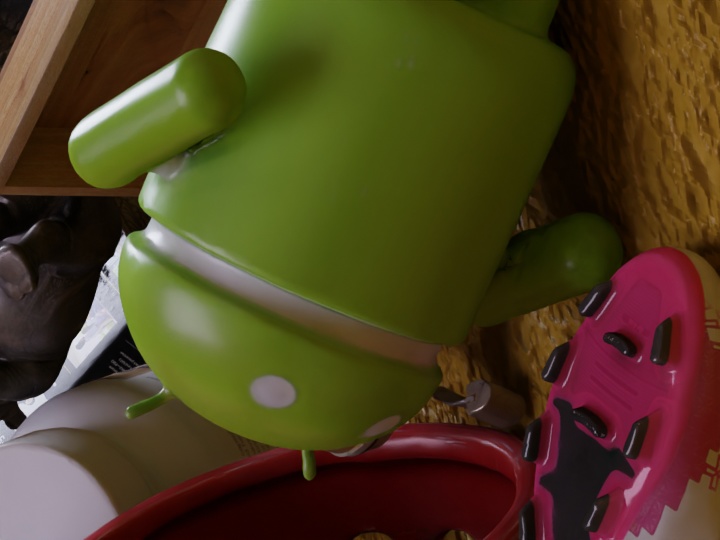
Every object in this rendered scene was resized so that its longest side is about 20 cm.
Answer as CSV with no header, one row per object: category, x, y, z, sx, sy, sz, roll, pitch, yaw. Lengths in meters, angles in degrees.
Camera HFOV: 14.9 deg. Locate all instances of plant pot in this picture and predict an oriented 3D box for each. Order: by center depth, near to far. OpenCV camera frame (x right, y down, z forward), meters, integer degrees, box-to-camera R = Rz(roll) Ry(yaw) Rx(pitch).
plant pot,-0.006,0.176,1.012,0.200,0.200,0.183,-154,47,-66

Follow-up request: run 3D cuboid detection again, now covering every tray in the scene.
tray,-0.068,-0.091,1.010,0.200,0.098,0.037,125,139,-54

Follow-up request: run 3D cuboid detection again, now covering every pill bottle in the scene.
pill bottle,-0.091,0.100,1.175,0.200,0.114,0.115,-17,-90,-66

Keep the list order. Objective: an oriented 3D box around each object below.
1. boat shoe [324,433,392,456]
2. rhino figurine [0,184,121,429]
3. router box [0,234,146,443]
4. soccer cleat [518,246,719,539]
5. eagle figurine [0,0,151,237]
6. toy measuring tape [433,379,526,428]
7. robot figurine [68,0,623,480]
boat shoe,-0.004,-0.027,0.990,0.075,0.062,0.201,44,124,57
rhino figurine,-0.151,0.029,1.147,0.060,0.087,0.200,36,135,8
router box,-0.149,0.017,1.380,0.051,0.149,0.200,41,-178,-34
soccer cleat,0.094,0.091,0.866,0.070,0.086,0.201,28,108,59
eagle figurine,-0.148,-0.080,1.188,0.152,0.199,0.152,-34,-49,-84
toy measuring tape,0.000,0.000,1.083,0.200,0.073,0.074,23,129,47
robot figurine,-0.005,-0.032,0.891,0.116,0.175,0.201,33,100,57
